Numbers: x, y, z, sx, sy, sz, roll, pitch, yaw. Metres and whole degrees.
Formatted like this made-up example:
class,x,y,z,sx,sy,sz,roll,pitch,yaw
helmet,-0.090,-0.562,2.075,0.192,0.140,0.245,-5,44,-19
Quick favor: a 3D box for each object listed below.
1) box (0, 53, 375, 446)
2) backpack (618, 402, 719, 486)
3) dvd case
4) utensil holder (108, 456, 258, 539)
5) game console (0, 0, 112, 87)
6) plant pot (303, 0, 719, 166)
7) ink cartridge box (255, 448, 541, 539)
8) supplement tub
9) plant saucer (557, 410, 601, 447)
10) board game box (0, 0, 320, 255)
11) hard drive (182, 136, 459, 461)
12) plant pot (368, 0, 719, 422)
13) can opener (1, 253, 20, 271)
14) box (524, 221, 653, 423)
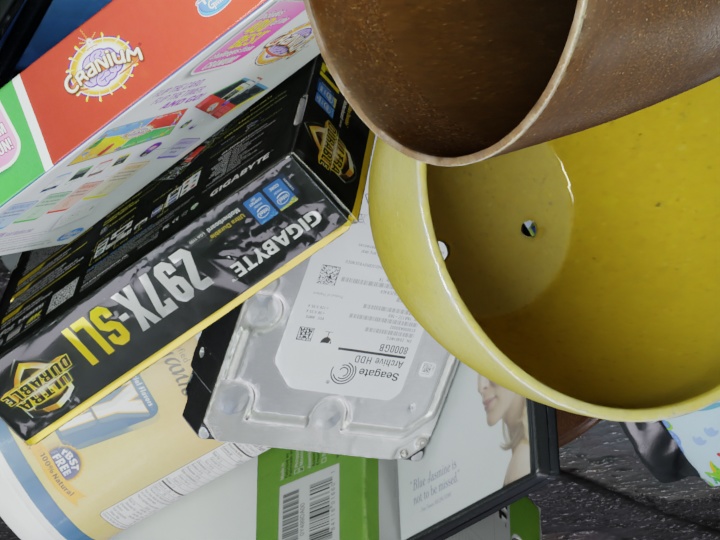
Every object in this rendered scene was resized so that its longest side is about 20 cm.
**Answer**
class,x,y,z,sx,sy,sz,roll,pitch,yaw
box,-0.082,-0.023,1.217,0.200,0.160,0.049,-34,109,22
backpack,0.223,0.032,1.392,0.200,0.154,0.163,-22,122,13
dvd case,0.057,0.035,1.403,0.018,0.200,0.143,9,155,-26
utensil holder,-0.099,0.116,1.588,0.170,0.200,0.170,-4,162,-1
game console,-0.123,-0.087,1.173,0.116,0.176,0.200,30,152,-7
plant pot,0.106,-0.143,1.003,0.200,0.187,0.187,-9,165,-33
ink cartridge box,0.027,0.158,1.512,0.076,0.148,0.200,-23,135,25
supplement tub,-0.117,0.054,1.444,0.200,0.145,0.145,-30,156,5
plant saucer,0.103,0.055,1.577,0.200,0.032,0.200,-20,142,-16
board game box,-0.095,-0.076,1.129,0.200,0.040,0.153,-35,173,18
hard drive,0.000,0.000,1.351,0.140,0.038,0.200,9,112,-30
plant pot,0.083,-0.032,1.148,0.200,0.200,0.142,6,173,-25
can opener,-0.118,-0.043,1.372,0.066,0.053,0.200,18,151,-39
box,0.178,-0.009,1.282,0.200,0.122,0.048,-28,-173,34
